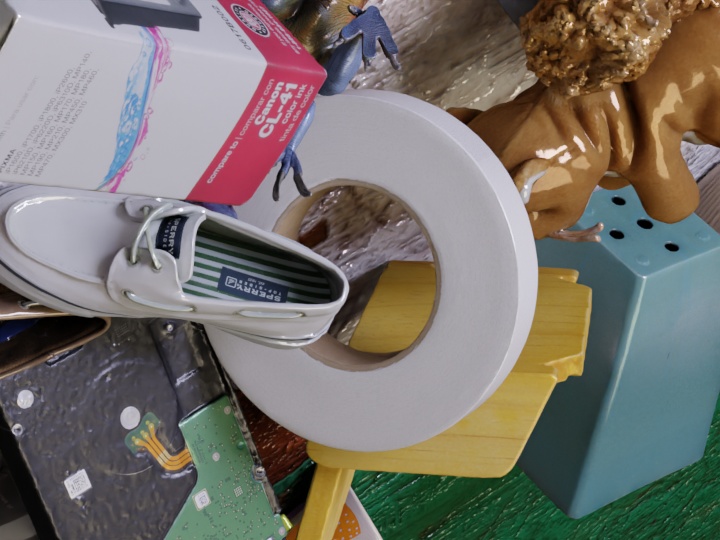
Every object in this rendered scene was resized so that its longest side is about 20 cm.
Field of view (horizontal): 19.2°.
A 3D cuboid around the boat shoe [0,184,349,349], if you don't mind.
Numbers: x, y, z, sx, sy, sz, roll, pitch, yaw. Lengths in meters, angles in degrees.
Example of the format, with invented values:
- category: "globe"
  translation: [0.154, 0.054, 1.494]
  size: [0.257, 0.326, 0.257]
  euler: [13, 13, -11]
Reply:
- category: "boat shoe"
  translation: [-0.100, -0.012, 1.109]
  size: [0.198, 0.074, 0.067]
  euler: [11, 158, -19]

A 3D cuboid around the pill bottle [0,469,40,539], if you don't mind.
- category: "pill bottle"
  translation: [-0.179, 0.167, 1.292]
  size: [0.199, 0.113, 0.114]
  euler: [-21, 146, -31]

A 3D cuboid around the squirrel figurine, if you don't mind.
- category: "squirrel figurine"
  translation: [0.138, -0.112, 1.220]
  size: [0.185, 0.142, 0.201]
  euler: [-24, 135, -9]

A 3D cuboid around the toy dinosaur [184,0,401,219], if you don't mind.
- category: "toy dinosaur"
  translation: [-0.037, -0.094, 1.141]
  size: [0.200, 0.105, 0.182]
  euler: [-37, 174, -33]

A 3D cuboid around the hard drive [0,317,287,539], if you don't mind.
- category: "hard drive"
  translation: [-0.130, 0.108, 1.227]
  size: [0.139, 0.038, 0.201]
  euler: [-32, 113, -28]

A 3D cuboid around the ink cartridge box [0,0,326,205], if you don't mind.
- category: "ink cartridge box"
  translation: [-0.133, -0.109, 0.929]
  size: [0.199, 0.148, 0.086]
  euler: [6, 127, -54]

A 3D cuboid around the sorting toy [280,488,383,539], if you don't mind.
- category: "sorting toy"
  translation: [-0.062, 0.242, 1.566]
  size: [0.179, 0.107, 0.200]
  euler: [-31, 151, -3]

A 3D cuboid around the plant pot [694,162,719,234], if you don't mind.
- category: "plant pot"
  translation: [0.302, -0.026, 1.627]
  size: [0.200, 0.093, 0.202]
  euler: [-33, 151, -21]

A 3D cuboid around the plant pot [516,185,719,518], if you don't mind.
- category: "plant pot"
  translation: [0.181, 0.042, 1.543]
  size: [0.140, 0.141, 0.201]
  euler: [-19, 138, -34]

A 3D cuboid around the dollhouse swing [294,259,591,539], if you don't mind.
- category: "dollhouse swing"
  translation: [0.049, 0.108, 1.337]
  size: [0.200, 0.180, 0.178]
  euler: [-63, 155, -71]

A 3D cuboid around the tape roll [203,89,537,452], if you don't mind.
- category: "tape roll"
  translation: [0.000, 0.000, 1.189]
  size: [0.203, 0.203, 0.037]
  euler: [-53, 168, 22]

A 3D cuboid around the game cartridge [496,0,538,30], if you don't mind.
- category: "game cartridge"
  translation: [0.149, -0.227, 1.228]
  size: [0.200, 0.042, 0.133]
  euler: [-44, 156, 5]

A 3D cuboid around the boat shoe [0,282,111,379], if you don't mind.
- category: "boat shoe"
  translation: [-0.221, 0.041, 1.107]
  size: [0.199, 0.072, 0.073]
  euler: [-29, 150, -22]
